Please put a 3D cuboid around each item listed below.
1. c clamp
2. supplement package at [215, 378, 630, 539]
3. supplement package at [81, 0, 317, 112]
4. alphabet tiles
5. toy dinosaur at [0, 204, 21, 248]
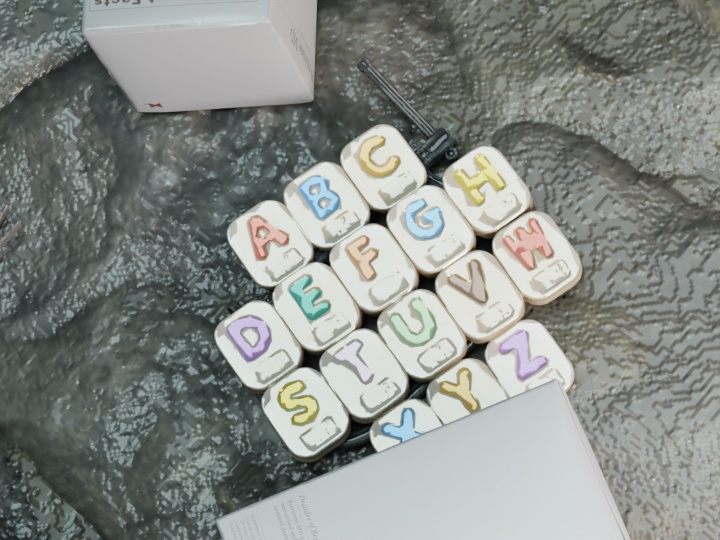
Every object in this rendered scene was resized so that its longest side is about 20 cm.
[{"bbox_3d":[0.000,0.000,1.619,0.171,0.027,0.200,39,80,17],"label":"c clamp"},{"bbox_3d":[0.044,0.162,1.492,0.200,0.121,0.120,-23,67,4],"label":"supplement package"},{"bbox_3d":[-0.091,-0.209,1.665,0.117,0.117,0.201,-3,70,11],"label":"supplement package"},{"bbox_3d":[0.022,0.018,1.588,0.200,0.015,0.196,-34,72,-4],"label":"alphabet tiles"},{"bbox_3d":[-0.295,0.025,1.642,0.200,0.105,0.182,-49,46,5],"label":"toy dinosaur"}]
